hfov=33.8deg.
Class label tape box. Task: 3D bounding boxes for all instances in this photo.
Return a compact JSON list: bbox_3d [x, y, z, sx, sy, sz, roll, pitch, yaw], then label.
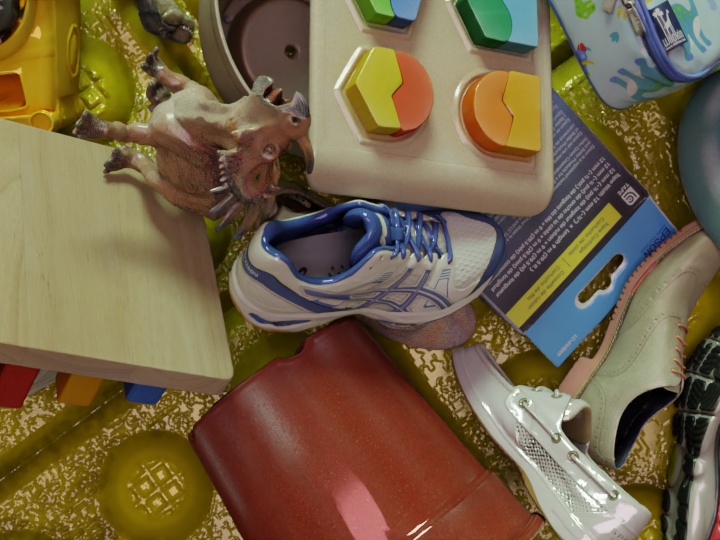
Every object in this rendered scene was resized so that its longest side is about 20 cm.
[{"bbox_3d":[0.120,-0.049,0.888,0.200,0.066,0.143,44,88,-17],"label":"label tape box"}]

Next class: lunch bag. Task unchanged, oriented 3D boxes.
[{"bbox_3d":[0.214,-0.212,0.840,0.199,0.082,0.162,-26,91,-42],"label":"lunch bag"}]

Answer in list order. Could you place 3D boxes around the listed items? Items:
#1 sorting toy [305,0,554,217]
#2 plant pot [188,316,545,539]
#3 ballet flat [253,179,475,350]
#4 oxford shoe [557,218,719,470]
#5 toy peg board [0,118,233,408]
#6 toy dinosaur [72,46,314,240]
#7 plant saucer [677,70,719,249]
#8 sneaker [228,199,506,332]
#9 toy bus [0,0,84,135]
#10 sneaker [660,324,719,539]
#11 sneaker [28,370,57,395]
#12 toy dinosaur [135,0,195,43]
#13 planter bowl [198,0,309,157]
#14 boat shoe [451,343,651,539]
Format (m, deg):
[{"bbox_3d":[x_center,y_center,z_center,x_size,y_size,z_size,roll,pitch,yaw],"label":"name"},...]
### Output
[{"bbox_3d":[0.053,-0.144,0.783,0.184,0.036,0.202,5,83,-26],"label":"sorting toy"},{"bbox_3d":[-0.008,0.152,0.831,0.200,0.201,0.196,-36,83,-2],"label":"plant pot"},{"bbox_3d":[0.000,0.000,0.887,0.199,0.067,0.068,30,89,-1],"label":"ballet flat"},{"bbox_3d":[0.222,0.057,0.878,0.071,0.074,0.201,25,98,-45],"label":"oxford shoe"},{"bbox_3d":[-0.206,0.009,0.787,0.198,0.201,0.098,13,132,-30],"label":"toy peg board"},{"bbox_3d":[-0.099,-0.069,0.769,0.135,0.200,0.086,33,78,2],"label":"toy dinosaur"},{"bbox_3d":[0.334,-0.079,0.883,0.198,0.027,0.202,4,70,-10],"label":"plant saucer"},{"bbox_3d":[0.015,-0.008,0.778,0.199,0.088,0.076,-12,68,-21],"label":"sneaker"},{"bbox_3d":[-0.299,-0.140,0.862,0.198,0.136,0.194,-1,105,0],"label":"toy bus"},{"bbox_3d":[0.283,0.134,0.896,0.084,0.077,0.202,8,99,-6],"label":"sneaker"},{"bbox_3d":[-0.208,0.043,0.857,0.199,0.115,0.076,-28,90,-2],"label":"sneaker"},{"bbox_3d":[-0.172,-0.262,0.868,0.088,0.047,0.200,-37,107,5],"label":"toy dinosaur"},{"bbox_3d":[-0.030,-0.168,0.840,0.199,0.135,0.202,2,85,-26],"label":"planter bowl"},{"bbox_3d":[0.137,0.118,0.848,0.069,0.071,0.200,-43,53,10],"label":"boat shoe"}]
